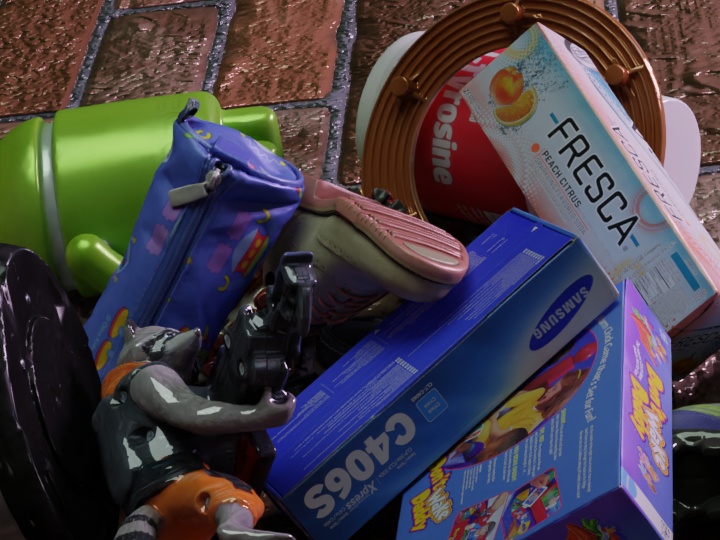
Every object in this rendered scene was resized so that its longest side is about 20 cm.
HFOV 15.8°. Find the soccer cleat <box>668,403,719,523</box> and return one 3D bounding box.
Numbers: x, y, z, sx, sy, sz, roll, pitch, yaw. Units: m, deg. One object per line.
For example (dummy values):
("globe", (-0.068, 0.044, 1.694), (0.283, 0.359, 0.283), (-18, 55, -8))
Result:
("soccer cleat", (0.233, 0.093, 1.285), (0.198, 0.065, 0.084), (1, 16, 15))

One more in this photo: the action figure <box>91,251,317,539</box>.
("action figure", (-0.083, 0.084, 1.244), (0.104, 0.201, 0.194), (5, 35, -19))

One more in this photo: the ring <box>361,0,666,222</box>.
("ring", (0.085, -0.070, 1.528), (0.199, 0.202, 0.019), (9, -6, 31))

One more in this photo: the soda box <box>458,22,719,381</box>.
("soda box", (0.137, -0.038, 1.438), (0.063, 0.068, 0.201), (-39, 62, 17))

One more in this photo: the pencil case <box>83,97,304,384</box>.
("pencil case", (-0.105, 0.013, 1.395), (0.078, 0.201, 0.087), (30, 6, 9))

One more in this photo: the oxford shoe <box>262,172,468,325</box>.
("oxford shoe", (0.000, 0.000, 1.386), (0.070, 0.074, 0.200), (21, 2, -20))

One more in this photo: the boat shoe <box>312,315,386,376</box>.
("boat shoe", (0.056, 0.045, 1.429), (0.199, 0.062, 0.075), (13, 36, 37))

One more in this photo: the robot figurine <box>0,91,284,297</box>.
("robot figurine", (-0.144, -0.046, 1.606), (0.198, 0.116, 0.176), (-9, 35, 1))

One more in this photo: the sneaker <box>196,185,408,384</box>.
("sneaker", (-0.057, 0.021, 1.513), (0.199, 0.078, 0.082), (-20, -17, 3))

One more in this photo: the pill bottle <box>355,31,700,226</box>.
("pill bottle", (0.104, -0.079, 1.600), (0.199, 0.113, 0.112), (14, 35, 38))

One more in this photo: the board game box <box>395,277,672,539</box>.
("board game box", (0.085, 0.098, 1.275), (0.134, 0.045, 0.200), (-31, 20, 21))

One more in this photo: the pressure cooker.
("pressure cooker", (-0.235, 0.090, 1.293), (0.198, 0.176, 0.180), (-15, 47, 8))

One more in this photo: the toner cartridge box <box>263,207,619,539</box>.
("toner cartridge box", (0.032, 0.054, 1.333), (0.200, 0.043, 0.095), (-41, 20, -6))
